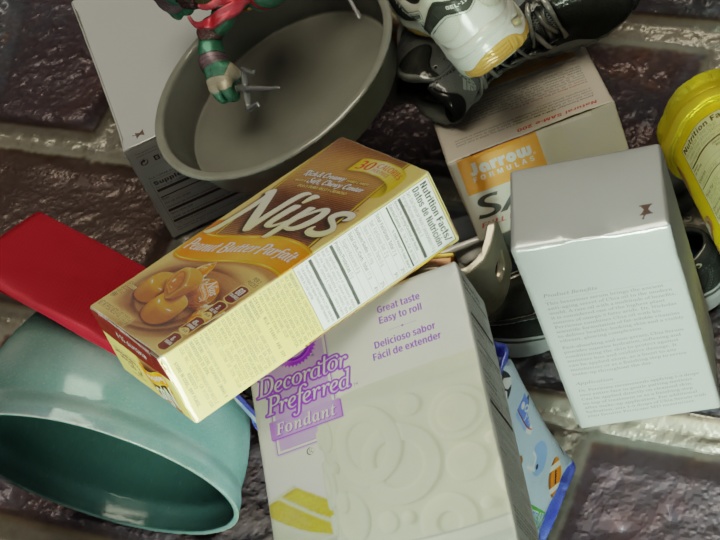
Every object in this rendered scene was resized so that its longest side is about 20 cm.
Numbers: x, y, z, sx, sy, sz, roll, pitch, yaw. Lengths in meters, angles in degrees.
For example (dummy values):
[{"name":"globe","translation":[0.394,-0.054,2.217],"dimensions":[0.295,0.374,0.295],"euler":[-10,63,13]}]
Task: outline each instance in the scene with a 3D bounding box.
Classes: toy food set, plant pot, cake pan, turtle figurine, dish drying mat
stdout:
[{"name":"toy food set","translation":[0.000,0.000,1.380],"dimensions":[0.200,0.144,0.061],"euler":[-7,77,6]},{"name":"plant pot","translation":[-0.162,0.081,1.401],"dimensions":[0.200,0.200,0.134],"euler":[4,64,25]},{"name":"cake pan","translation":[-0.058,-0.135,1.490],"dimensions":[0.200,0.037,0.200],"euler":[-20,44,21]},{"name":"turtle figurine","translation":[-0.083,-0.208,1.478],"dimensions":[0.150,0.101,0.200],"euler":[-44,35,-6]},{"name":"dish drying mat","translation":[-0.164,0.020,1.334],"dimensions":[0.200,0.018,0.077],"euler":[26,46,29]}]

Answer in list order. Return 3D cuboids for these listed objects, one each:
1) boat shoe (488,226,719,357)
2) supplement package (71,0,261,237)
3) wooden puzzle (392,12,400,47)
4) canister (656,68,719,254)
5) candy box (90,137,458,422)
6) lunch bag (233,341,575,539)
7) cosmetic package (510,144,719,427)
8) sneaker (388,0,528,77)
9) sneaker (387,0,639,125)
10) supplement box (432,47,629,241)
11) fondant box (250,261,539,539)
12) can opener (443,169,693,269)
[{"name":"boat shoe","translation":[0.159,0.009,1.443],"dimensions":[0.200,0.057,0.069],"euler":[-12,49,12]},{"name":"supplement package","translation":[-0.125,-0.157,1.657],"dimensions":[0.156,0.111,0.200],"euler":[-25,48,1]},{"name":"wooden puzzle","translation":[-0.025,-0.247,1.670],"dimensions":[0.046,0.185,0.200],"euler":[-55,40,24]},{"name":"canister","translation":[0.303,-0.040,1.382],"dimensions":[0.148,0.087,0.200],"euler":[0,46,-20]},{"name":"candy box","translation":[-0.053,0.002,1.242],"dimensions":[0.200,0.055,0.115],"euler":[-36,28,-16]},{"name":"lunch bag","translation":[0.020,0.109,1.340],"dimensions":[0.200,0.170,0.124],"euler":[8,61,30]},{"name":"cosmetic package","translation":[0.169,0.015,1.338],"dimensions":[0.101,0.200,0.071],"euler":[-9,50,14]},{"name":"sneaker","translation":[0.053,-0.208,1.423],"dimensions":[0.076,0.088,0.200],"euler":[-41,27,0]},{"name":"sneaker","translation":[0.102,-0.152,1.453],"dimensions":[0.200,0.075,0.116],"euler":[-15,35,35]},{"name":"supplement box","translation":[0.119,-0.116,1.516],"dimensions":[0.126,0.074,0.200],"euler":[-20,30,5]},{"name":"fondant box","translation":[0.018,0.111,1.200],"dimensions":[0.144,0.058,0.200],"euler":[-20,54,14]},{"name":"can opener","translation":[0.141,-0.042,1.493],"dimensions":[0.200,0.053,0.067],"euler":[-22,53,2]}]
